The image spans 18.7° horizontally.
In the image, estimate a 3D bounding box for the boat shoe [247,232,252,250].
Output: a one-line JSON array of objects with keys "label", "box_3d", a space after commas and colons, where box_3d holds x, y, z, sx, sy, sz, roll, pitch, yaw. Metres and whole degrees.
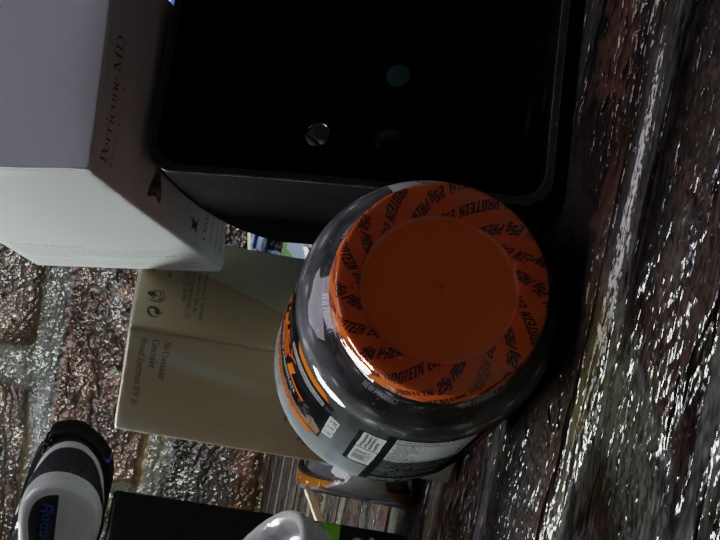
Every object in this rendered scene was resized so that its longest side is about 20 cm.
[{"label": "boat shoe", "box_3d": [-0.043, 0.023, 1.536, 0.063, 0.073, 0.202, -115, 18, -57]}]

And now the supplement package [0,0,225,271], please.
[{"label": "supplement package", "box_3d": [-0.149, -0.079, 1.138, 0.200, 0.117, 0.117, 41, -127, -69]}]

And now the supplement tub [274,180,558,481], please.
[{"label": "supplement tub", "box_3d": [0.025, 0.030, 1.046, 0.200, 0.122, 0.123, 116, 162, -75]}]

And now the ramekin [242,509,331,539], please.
[{"label": "ramekin", "box_3d": [-0.048, 0.250, 1.267, 0.200, 0.105, 0.200, -52, 13, 17]}]

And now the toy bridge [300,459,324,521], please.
[{"label": "toy bridge", "box_3d": [-0.010, 0.141, 1.630, 0.027, 0.067, 0.201, 139, 141, -83]}]

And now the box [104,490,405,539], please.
[{"label": "box", "box_3d": [-0.083, 0.246, 1.477, 0.124, 0.199, 0.149, 110, 169, -69]}]

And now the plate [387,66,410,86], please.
[{"label": "plate", "box_3d": [0.018, -0.126, 1.450, 0.200, 0.026, 0.200, -49, -19, -24]}]

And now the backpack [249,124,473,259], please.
[{"label": "backpack", "box_3d": [0.000, 0.000, 1.369, 0.163, 0.153, 0.201, -34, -57, -59]}]

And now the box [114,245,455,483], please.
[{"label": "box", "box_3d": [-0.034, 0.051, 1.254, 0.078, 0.199, 0.095, -85, 5, -46]}]

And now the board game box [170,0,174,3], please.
[{"label": "board game box", "box_3d": [-0.052, -0.252, 1.704, 0.200, 0.200, 0.200, -54, -6, -22]}]

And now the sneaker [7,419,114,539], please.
[{"label": "sneaker", "box_3d": [-0.209, 0.192, 1.507, 0.112, 0.073, 0.200, -81, 11, -58]}]

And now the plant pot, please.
[{"label": "plant pot", "box_3d": [0.011, -0.102, 1.168, 0.177, 0.199, 0.201, 79, -162, -68]}]

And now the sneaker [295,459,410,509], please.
[{"label": "sneaker", "box_3d": [0.001, 0.110, 1.501, 0.200, 0.078, 0.077, -100, 25, -80]}]
